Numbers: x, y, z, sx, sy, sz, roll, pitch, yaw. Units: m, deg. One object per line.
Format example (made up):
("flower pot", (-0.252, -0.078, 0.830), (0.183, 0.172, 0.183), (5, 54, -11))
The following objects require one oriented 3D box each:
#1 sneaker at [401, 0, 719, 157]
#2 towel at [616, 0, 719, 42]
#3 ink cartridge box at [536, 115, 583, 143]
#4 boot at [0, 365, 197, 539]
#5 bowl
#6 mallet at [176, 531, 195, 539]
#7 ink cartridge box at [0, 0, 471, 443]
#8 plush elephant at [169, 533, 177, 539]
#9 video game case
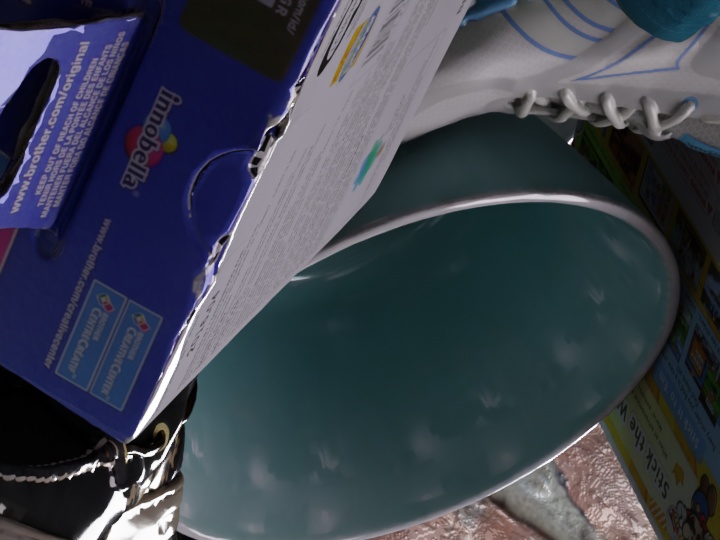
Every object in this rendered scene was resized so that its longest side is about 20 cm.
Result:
("sneaker", (0.088, -0.067, 0.840), (0.199, 0.087, 0.075), (-23, 177, -3))
("towel", (0.064, -0.140, 0.637), (0.022, 0.147, 0.200), (-30, 175, -13))
("ink cartridge box", (0.027, -0.100, 1.070), (0.200, 0.145, 0.084), (-50, -176, 11))
("boot", (-0.078, 0.005, 0.754), (0.200, 0.073, 0.152), (7, 98, -76))
("bowl", (0.000, 0.000, 0.939), (0.199, 0.105, 0.201), (-17, 147, -11))
("mallet", (-0.067, 0.017, 1.025), (0.066, 0.041, 0.202), (-60, 147, -73))
("ink cartridge box", (-0.032, -0.055, 0.615), (0.137, 0.076, 0.200), (-63, 174, 28))
("plush elephant", (-0.135, 0.114, 1.043), (0.154, 0.165, 0.201), (-19, -145, 18))
("video game case", (0.118, -0.007, 0.954), (0.200, 0.023, 0.183), (-114, -151, -50))
